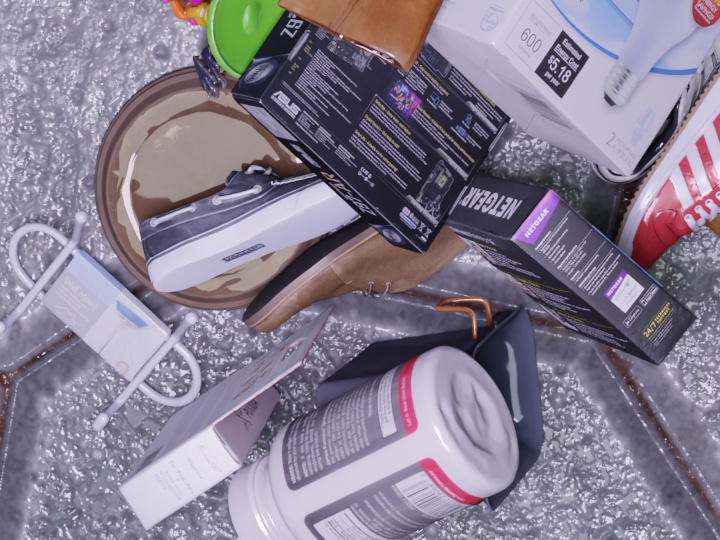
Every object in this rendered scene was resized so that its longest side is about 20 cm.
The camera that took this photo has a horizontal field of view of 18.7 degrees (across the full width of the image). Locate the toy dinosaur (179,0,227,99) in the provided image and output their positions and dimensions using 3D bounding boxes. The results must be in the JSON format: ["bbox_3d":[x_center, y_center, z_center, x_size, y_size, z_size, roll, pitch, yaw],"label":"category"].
[{"bbox_3d":[-0.039,-0.194,1.702,0.181,0.105,0.201,-27,76,-14],"label":"toy dinosaur"}]

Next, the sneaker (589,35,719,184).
[{"bbox_3d":[0.242,-0.151,1.672,0.075,0.088,0.201,27,101,2],"label":"sneaker"}]

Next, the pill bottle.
[{"bbox_3d":[0.005,0.141,1.563,0.199,0.111,0.111,-28,96,29],"label":"pill bottle"}]

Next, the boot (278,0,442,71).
[{"bbox_3d":[0.007,-0.262,1.515,0.188,0.068,0.201,33,93,12],"label":"boot"}]

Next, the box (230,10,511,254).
[{"bbox_3d":[0.019,-0.134,1.637,0.200,0.043,0.161,41,75,-35],"label":"box"}]

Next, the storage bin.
[{"bbox_3d":[0.051,0.098,1.693,0.134,0.200,0.146,-4,100,17],"label":"storage bin"}]

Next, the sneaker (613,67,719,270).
[{"bbox_3d":[0.281,-0.061,1.658,0.112,0.071,0.201,34,97,15],"label":"sneaker"}]

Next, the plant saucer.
[{"bbox_3d":[-0.119,-0.064,1.763,0.199,0.029,0.201,1,100,6],"label":"plant saucer"}]

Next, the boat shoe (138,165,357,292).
[{"bbox_3d":[-0.081,-0.050,1.715,0.199,0.072,0.068,-23,72,14],"label":"boat shoe"}]

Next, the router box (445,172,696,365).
[{"bbox_3d":[0.149,-0.005,1.636,0.149,0.200,0.051,40,86,-15],"label":"router box"}]

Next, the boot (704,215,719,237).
[{"bbox_3d":[0.387,-0.043,1.700,0.188,0.068,0.200,-43,84,18],"label":"boot"}]

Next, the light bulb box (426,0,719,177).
[{"bbox_3d":[0.159,-0.211,1.581,0.198,0.125,0.201,37,84,-44],"label":"light bulb box"}]

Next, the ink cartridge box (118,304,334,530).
[{"bbox_3d":[-0.090,0.110,1.702,0.173,0.200,0.044,-34,96,12],"label":"ink cartridge box"}]

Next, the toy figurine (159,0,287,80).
[{"bbox_3d":[-0.114,-0.250,1.658,0.150,0.184,0.201,11,93,-38],"label":"toy figurine"}]

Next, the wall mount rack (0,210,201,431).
[{"bbox_3d":[-0.204,0.033,1.748,0.200,0.075,0.174,42,126,-1],"label":"wall mount rack"}]

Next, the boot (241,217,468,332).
[{"bbox_3d":[0.000,0.000,1.728,0.200,0.074,0.076,-34,106,-3],"label":"boot"}]
